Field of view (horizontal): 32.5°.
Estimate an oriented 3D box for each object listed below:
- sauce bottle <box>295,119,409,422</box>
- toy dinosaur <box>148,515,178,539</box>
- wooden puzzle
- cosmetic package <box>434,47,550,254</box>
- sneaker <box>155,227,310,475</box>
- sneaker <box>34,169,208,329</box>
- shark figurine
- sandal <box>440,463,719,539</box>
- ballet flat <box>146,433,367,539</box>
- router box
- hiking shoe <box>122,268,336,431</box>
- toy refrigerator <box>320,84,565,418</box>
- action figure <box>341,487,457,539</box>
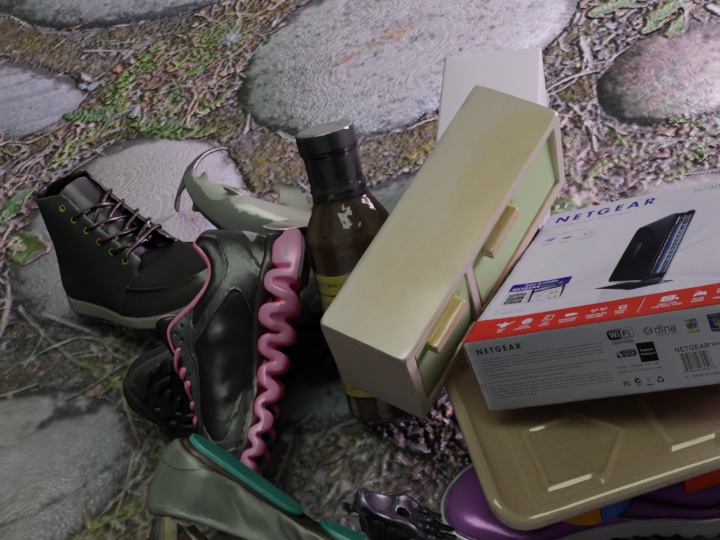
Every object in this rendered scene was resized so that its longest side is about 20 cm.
[{"bbox_3d":[0.000,0.000,0.838,0.064,0.203,0.065,-11,16,3],"label":"sauce bottle"},{"bbox_3d":[-0.111,0.206,0.777,0.087,0.048,0.201,-13,39,14],"label":"toy dinosaur"},{"bbox_3d":[0.158,0.086,0.746,0.197,0.047,0.186,-14,25,-1],"label":"wooden puzzle"},{"bbox_3d":[0.104,-0.067,0.944,0.083,0.109,0.202,-4,43,12],"label":"cosmetic package"},{"bbox_3d":[-0.095,0.064,0.828,0.094,0.079,0.203,11,80,0],"label":"sneaker"},{"bbox_3d":[-0.181,-0.020,0.947,0.198,0.107,0.075,0,31,41],"label":"sneaker"},{"bbox_3d":[-0.093,-0.028,0.995,0.212,0.091,0.128,22,21,25],"label":"shark figurine"},{"bbox_3d":[0.146,0.128,0.769,0.199,0.050,0.083,-8,42,11],"label":"sandal"},{"bbox_3d":[-0.040,0.171,0.754,0.198,0.067,0.064,29,86,3],"label":"ballet flat"},{"bbox_3d":[0.183,0.007,0.743,0.198,0.049,0.180,-12,21,32],"label":"router box"},{"bbox_3d":[-0.082,0.052,0.920,0.197,0.077,0.101,-20,25,-7],"label":"hiking shoe"},{"bbox_3d":[0.060,-0.014,0.786,0.069,0.076,0.201,22,64,26],"label":"toy refrigerator"},{"bbox_3d":[-0.021,0.222,0.677,0.101,0.201,0.119,32,24,-2],"label":"action figure"}]
